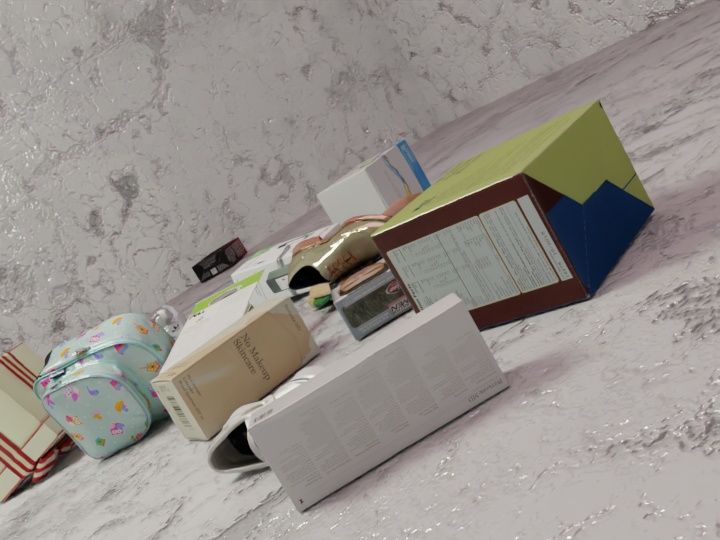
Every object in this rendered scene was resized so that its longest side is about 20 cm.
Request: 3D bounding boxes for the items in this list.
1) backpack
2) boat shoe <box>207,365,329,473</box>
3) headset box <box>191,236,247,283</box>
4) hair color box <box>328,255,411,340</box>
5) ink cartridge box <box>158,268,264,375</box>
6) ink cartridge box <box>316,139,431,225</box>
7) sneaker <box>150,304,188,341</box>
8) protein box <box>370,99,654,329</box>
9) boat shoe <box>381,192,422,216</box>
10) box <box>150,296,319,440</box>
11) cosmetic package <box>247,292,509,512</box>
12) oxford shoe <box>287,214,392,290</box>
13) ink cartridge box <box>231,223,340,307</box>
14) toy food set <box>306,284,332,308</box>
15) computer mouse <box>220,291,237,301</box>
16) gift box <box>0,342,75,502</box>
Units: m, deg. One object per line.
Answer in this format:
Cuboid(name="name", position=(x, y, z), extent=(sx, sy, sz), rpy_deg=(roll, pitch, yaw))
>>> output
Cuboid(name="backpack", position=(-0.366, 0.170, 1.325), extent=(0.199, 0.176, 0.154), rpy_deg=(-31, 25, 5))
Cuboid(name="boat shoe", position=(-0.078, 0.148, 0.828), extent=(0.199, 0.072, 0.066), rpy_deg=(-24, 15, 42))
Cuboid(name="headset box", position=(-0.524, -0.043, 3.313), extent=(0.148, 0.075, 0.200), rpy_deg=(-28, 9, 20))
Cuboid(name="hair color box", position=(0.014, 0.028, 1.211), extent=(0.099, 0.061, 0.200), rpy_deg=(-31, 9, 0))
Cuboid(name="ink cartridge box", position=(-0.199, 0.101, 1.314), extent=(0.147, 0.076, 0.200), rpy_deg=(-27, 24, 23))
Cuboid(name="ink cartridge box", position=(0.036, -0.159, 1.884), extent=(0.146, 0.147, 0.200), rpy_deg=(-25, 11, 35))
Cuboid(name="sneaker", position=(-0.308, 0.121, 1.479), extent=(0.075, 0.115, 0.200), rpy_deg=(-50, 4, -24))
Cuboid(name="protein box", position=(0.159, -0.049, 0.914), extent=(0.199, 0.136, 0.198), rpy_deg=(-21, 14, 44))
Cuboid(name="boat shoe", position=(0.062, -0.073, 1.591), extent=(0.199, 0.071, 0.070), rpy_deg=(-25, -31, -3))
Cuboid(name="box", position=(-0.160, 0.125, 1.148), extent=(0.200, 0.095, 0.078), rpy_deg=(-38, 12, -32))
Cuboid(name="cosmetic package", position=(0.014, 0.106, 0.721), extent=(0.199, 0.083, 0.051), rpy_deg=(-30, 6, -1))
Cuboid(name="oxford shoe", position=(-0.022, -0.018, 1.238), extent=(0.199, 0.071, 0.074), rpy_deg=(-24, 36, 38))
Cuboid(name="ink cartridge box", position=(-0.130, -0.009, 1.732), extent=(0.199, 0.085, 0.146), rpy_deg=(-18, 14, 23))
Cuboid(name="toy food set", position=(0.000, 0.000, 1.450), extent=(0.199, 0.049, 0.198), rpy_deg=(-32, 9, -12))
Cuboid(name="computer mouse", position=(-0.273, 0.104, 1.788), extent=(0.140, 0.046, 0.200), rpy_deg=(-24, 19, -7))
Cuboid(name="gift box", position=(-0.584, 0.266, 1.496), extent=(0.200, 0.186, 0.185), rpy_deg=(-48, 5, 18))
